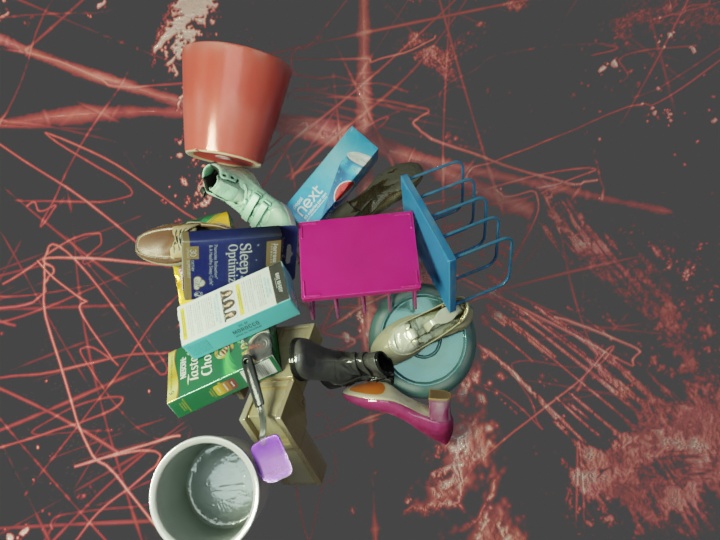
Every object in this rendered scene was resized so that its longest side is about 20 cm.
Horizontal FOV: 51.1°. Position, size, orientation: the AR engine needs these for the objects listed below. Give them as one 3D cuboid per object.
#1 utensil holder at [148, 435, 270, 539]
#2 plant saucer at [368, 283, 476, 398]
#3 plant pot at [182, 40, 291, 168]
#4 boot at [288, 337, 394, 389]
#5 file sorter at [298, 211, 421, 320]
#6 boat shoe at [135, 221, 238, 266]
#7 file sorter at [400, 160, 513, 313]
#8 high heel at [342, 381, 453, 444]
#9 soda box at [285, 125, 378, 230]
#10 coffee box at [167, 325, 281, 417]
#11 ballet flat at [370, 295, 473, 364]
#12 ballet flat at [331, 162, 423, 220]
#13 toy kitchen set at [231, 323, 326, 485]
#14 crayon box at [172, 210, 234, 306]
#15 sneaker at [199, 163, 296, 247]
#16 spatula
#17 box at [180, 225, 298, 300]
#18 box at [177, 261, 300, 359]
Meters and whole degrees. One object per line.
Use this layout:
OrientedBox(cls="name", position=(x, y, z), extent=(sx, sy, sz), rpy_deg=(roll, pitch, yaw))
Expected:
OrientedBox(cls="utensil holder", position=(-0.231, 0.350, 1.209), extent=(0.165, 0.200, 0.175), rpy_deg=(0, 80, 0))
OrientedBox(cls="plant saucer", position=(0.111, 0.123, 1.338), extent=(0.194, 0.027, 0.206), rpy_deg=(0, 80, 1))
OrientedBox(cls="plant pot", position=(-0.230, -0.285, 1.337), extent=(0.194, 0.200, 0.183), rpy_deg=(9, 89, 1))
OrientedBox(cls="boot", position=(-0.025, 0.148, 1.234), extent=(0.128, 0.199, 0.072), rpy_deg=(-8, 73, 24))
OrientedBox(cls="file sorter", position=(0.000, 0.000, 1.297), extent=(0.194, 0.126, 0.143), rpy_deg=(-6, 64, 1))
OrientedBox(cls="boat shoe", position=(-0.290, -0.052, 1.284), extent=(0.194, 0.072, 0.078), rpy_deg=(-5, 79, -1))
OrientedBox(cls="file sorter", position=(0.161, -0.065, 1.281), extent=(0.120, 0.140, 0.203), rpy_deg=(-20, 53, -9))
OrientedBox(cls="high heel", position=(0.065, 0.250, 1.309), extent=(0.194, 0.068, 0.099), rpy_deg=(2, 111, 6))
OrientedBox(cls="soda box", position=(-0.052, -0.158, 1.368), extent=(0.067, 0.064, 0.201), rpy_deg=(38, 83, 6))
OrientedBox(cls="coffee box", position=(-0.230, 0.152, 1.259), extent=(0.196, 0.044, 0.124), rpy_deg=(-24, 39, 7))
OrientedBox(cls="ballet flat", position=(0.106, 0.101, 1.296), extent=(0.196, 0.070, 0.071), rpy_deg=(-28, 81, -5))
OrientedBox(cls="ballet flat", position=(0.034, -0.130, 1.377), extent=(0.198, 0.047, 0.067), rpy_deg=(-36, 51, -12))
OrientedBox(cls="toy kitchen set", position=(-0.144, 0.230, 1.303), extent=(0.159, 0.183, 0.203), rpy_deg=(-7, 39, 24))
OrientedBox(cls="crayon box", position=(-0.267, 0.011, 1.340), extent=(0.115, 0.058, 0.206), rpy_deg=(-14, 80, -3))
OrientedBox(cls="sneaker", position=(-0.201, -0.112, 1.304), extent=(0.200, 0.117, 0.075), rpy_deg=(45, 112, 29))
OrientedBox(cls="spatula", position=(-0.154, 0.222, 1.155), extent=(0.056, 0.020, 0.204), rpy_deg=(-27, 62, 16))
OrientedBox(cls="box", position=(-0.199, -0.014, 1.261), extent=(0.194, 0.124, 0.033), rpy_deg=(-6, 39, -17))
OrientedBox(cls="box", position=(-0.203, 0.066, 1.247), extent=(0.196, 0.049, 0.084), rpy_deg=(-23, 52, 5))
